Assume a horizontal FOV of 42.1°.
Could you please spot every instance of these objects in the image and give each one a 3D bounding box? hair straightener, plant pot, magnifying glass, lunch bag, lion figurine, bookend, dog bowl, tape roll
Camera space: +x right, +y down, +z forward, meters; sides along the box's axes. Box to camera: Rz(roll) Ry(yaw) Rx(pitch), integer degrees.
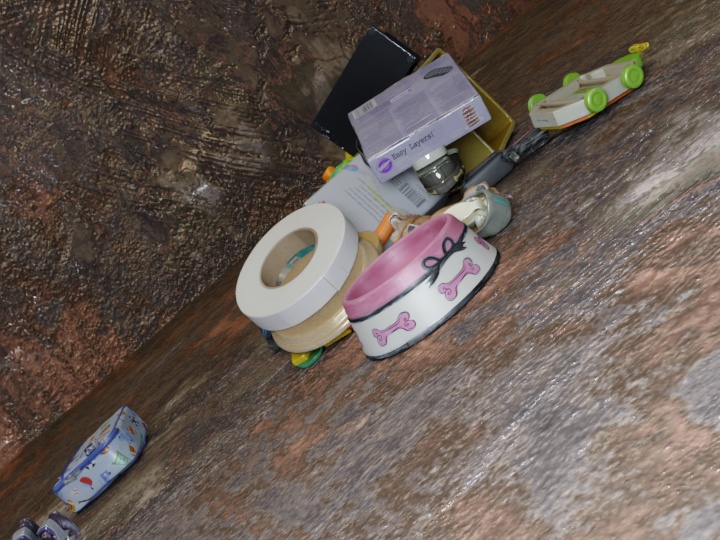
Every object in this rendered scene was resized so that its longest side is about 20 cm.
[{"bbox_3d":[0.235,-0.169,1.392,0.199,0.041,0.077,-34,14,6],"label":"hair straightener"},{"bbox_3d":[0.124,-0.228,1.633,0.200,0.195,0.195,-46,5,31],"label":"plant pot"},{"bbox_3d":[0.000,0.000,1.360,0.079,0.022,0.201,11,65,46],"label":"magnifying glass"},{"bbox_3d":[-0.449,0.324,1.613,0.160,0.076,0.200,-41,9,5],"label":"lunch bag"},{"bbox_3d":[0.125,-0.073,1.299,0.198,0.073,0.122,-21,8,20],"label":"lion figurine"},{"bbox_3d":[0.026,-0.323,1.603,0.201,0.092,0.199,-55,0,27],"label":"bookend"},{"bbox_3d":[0.063,0.012,1.097,0.200,0.074,0.200,-39,10,8],"label":"dog bowl"},{"bbox_3d":[-0.091,-0.007,1.325,0.202,0.037,0.204,-29,37,24],"label":"tape roll"}]

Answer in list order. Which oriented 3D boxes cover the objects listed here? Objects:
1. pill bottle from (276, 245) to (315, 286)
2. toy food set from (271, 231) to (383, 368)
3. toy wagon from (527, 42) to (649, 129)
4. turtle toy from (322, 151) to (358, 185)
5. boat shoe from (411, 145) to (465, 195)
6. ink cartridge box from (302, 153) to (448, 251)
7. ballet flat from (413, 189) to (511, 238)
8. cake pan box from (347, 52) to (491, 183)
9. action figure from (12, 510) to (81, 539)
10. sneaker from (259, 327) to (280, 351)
[{"bbox_3d":[-0.070,-0.008,1.565,0.200,0.111,0.110,-45,12,-34],"label":"pill bottle"},{"bbox_3d":[-0.049,0.035,1.312,0.197,0.049,0.201,-32,36,19],"label":"toy food set"},{"bbox_3d":[0.337,-0.263,1.336,0.199,0.040,0.155,-32,17,-15],"label":"toy wagon"},{"bbox_3d":[-0.009,-0.117,1.684,0.100,0.201,0.147,-19,52,9],"label":"turtle toy"},{"bbox_3d":[0.120,-0.141,1.372,0.072,0.061,0.202,-31,-2,12],"label":"boat shoe"},{"bbox_3d":[0.023,-0.099,1.474,0.200,0.144,0.085,-43,-13,-24],"label":"ink cartridge box"},{"bbox_3d":[0.100,-0.046,1.197,0.199,0.068,0.063,-31,-32,31],"label":"ballet flat"},{"bbox_3d":[0.080,-0.232,1.413,0.199,0.053,0.185,-31,31,6],"label":"cake pan box"},{"bbox_3d":[-0.462,0.413,1.297,0.129,0.070,0.200,-30,15,11],"label":"action figure"},{"bbox_3d":[-0.115,0.076,1.445,0.073,0.082,0.199,-42,11,-28],"label":"sneaker"}]
